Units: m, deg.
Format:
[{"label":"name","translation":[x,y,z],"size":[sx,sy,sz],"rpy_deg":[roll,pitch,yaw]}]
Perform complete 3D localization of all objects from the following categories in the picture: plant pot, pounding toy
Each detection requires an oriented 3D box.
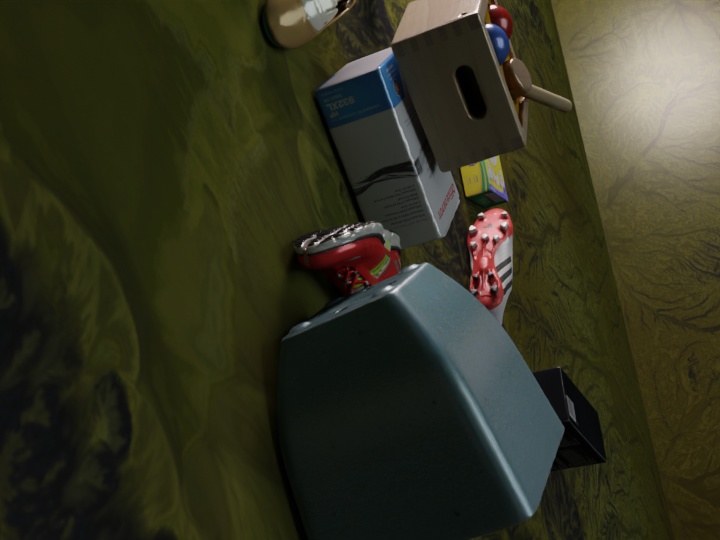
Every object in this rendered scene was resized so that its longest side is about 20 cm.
[{"label":"plant pot","translation":[0.038,0.111,0.865],"size":[0.202,0.195,0.196],"rpy_deg":[65,23,-3]},{"label":"pounding toy","translation":[0.147,-0.220,1.148],"size":[0.185,0.141,0.201],"rpy_deg":[-72,141,-58]}]

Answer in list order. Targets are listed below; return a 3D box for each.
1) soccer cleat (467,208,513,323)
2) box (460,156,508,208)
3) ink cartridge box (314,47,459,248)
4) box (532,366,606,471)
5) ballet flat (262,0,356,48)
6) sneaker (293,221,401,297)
[{"label":"soccer cleat","translation":[0.196,-0.006,1.497],"size":[0.086,0.068,0.202],"rpy_deg":[66,25,-45]},{"label":"box","translation":[0.188,-0.210,1.622],"size":[0.117,0.048,0.202],"rpy_deg":[13,63,-67]},{"label":"ink cartridge box","translation":[0.037,-0.140,1.148],"size":[0.145,0.083,0.202],"rpy_deg":[-59,130,-63]},{"label":"box","translation":[0.234,0.208,1.342],"size":[0.200,0.140,0.080],"rpy_deg":[44,35,-54]},{"label":"ballet flat","translation":[-0.047,-0.289,1.065],"size":[0.069,0.062,0.200],"rpy_deg":[67,23,-20]},{"label":"sneaker","translation":[0.000,0.000,0.987],"size":[0.200,0.076,0.086],"rpy_deg":[7,76,-67]}]
